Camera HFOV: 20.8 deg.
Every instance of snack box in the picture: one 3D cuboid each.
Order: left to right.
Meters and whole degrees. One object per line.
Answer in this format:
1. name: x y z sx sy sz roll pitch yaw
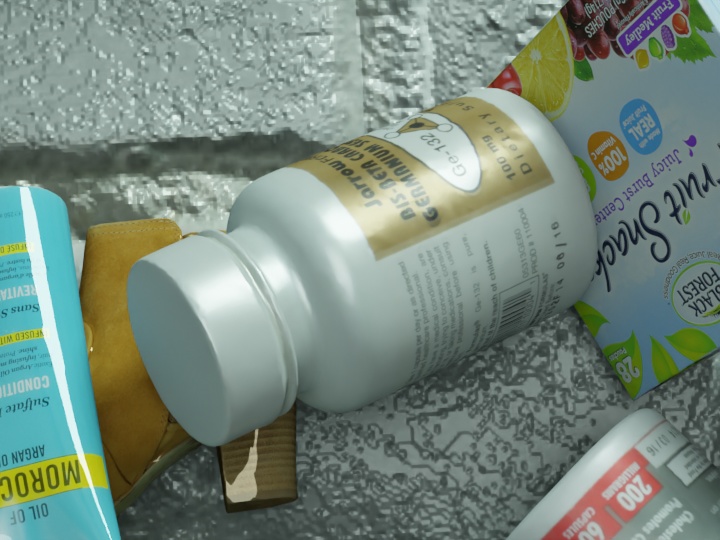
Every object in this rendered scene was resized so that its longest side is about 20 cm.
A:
1. snack box: 0.148 -0.052 0.894 0.067 0.200 0.169 -28 82 -28

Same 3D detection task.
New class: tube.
1. tube: -0.149 0.060 0.879 0.077 0.050 0.201 -18 61 14

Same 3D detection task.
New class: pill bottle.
1. pill bottle: 0.000 0.000 0.898 0.199 0.114 0.115 -24 82 -26
2. pill bottle: 0.164 0.170 0.893 0.114 0.114 0.200 -44 77 -8

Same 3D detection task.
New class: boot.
1. boot: -0.128 0.050 0.940 0.199 0.071 0.145 -6 75 -13
